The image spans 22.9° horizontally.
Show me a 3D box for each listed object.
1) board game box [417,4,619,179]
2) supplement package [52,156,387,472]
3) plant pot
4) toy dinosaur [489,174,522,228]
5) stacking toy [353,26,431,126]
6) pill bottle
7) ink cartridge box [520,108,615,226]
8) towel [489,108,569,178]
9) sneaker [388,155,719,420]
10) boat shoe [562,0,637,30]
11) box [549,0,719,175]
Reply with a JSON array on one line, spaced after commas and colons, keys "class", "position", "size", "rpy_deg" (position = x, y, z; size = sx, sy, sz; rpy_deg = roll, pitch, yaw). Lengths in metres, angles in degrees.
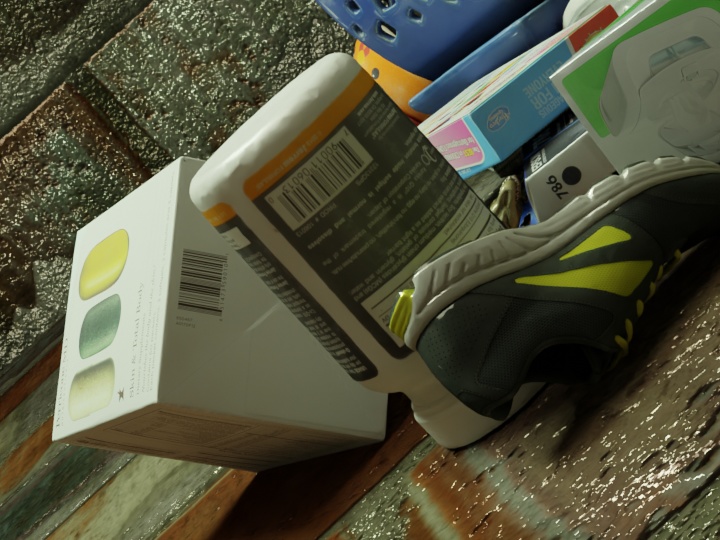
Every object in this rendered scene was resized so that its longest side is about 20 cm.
[{"class": "board game box", "position": [0.093, -0.112, 1.303], "size": [0.153, 0.040, 0.200], "rpy_deg": [-39, 7, -26]}, {"class": "supplement package", "position": [-0.089, 0.037, 1.131], "size": [0.200, 0.151, 0.152], "rpy_deg": [-24, 58, 61]}, {"class": "plant pot", "position": [0.103, -0.253, 1.463], "size": [0.200, 0.180, 0.200], "rpy_deg": [-36, 2, -36]}, {"class": "toy dinosaur", "position": [0.045, 0.027, 1.146], "size": [0.200, 0.047, 0.088], "rpy_deg": [-45, 6, 9]}, {"class": "stacking toy", "position": [0.019, -0.145, 1.808], "size": [0.200, 0.146, 0.146], "rpy_deg": [-59, 6, 13]}, {"class": "pill bottle", "position": [0.013, -0.008, 0.947], "size": [0.116, 0.200, 0.116], "rpy_deg": [-40, 11, 9]}, {"class": "ink cartridge box", "position": [0.166, -0.096, 1.201], "size": [0.200, 0.039, 0.099], "rpy_deg": [-40, 11, 14]}, {"class": "towel", "position": [0.161, -0.156, 1.475], "size": [0.193, 0.035, 0.200], "rpy_deg": [-42, 10, 1]}, {"class": "sneaker", "position": [0.113, 0.013, 0.876], "size": [0.200, 0.085, 0.074], "rpy_deg": [-24, -22, -18]}, {"class": "boat shoe", "position": [0.225, -0.192, 1.307], "size": [0.200, 0.072, 0.069], "rpy_deg": [-22, 61, 45]}, {"class": "box", "position": [0.228, -0.142, 0.949], "size": [0.200, 0.097, 0.176], "rpy_deg": [-35, 3, 36]}]
